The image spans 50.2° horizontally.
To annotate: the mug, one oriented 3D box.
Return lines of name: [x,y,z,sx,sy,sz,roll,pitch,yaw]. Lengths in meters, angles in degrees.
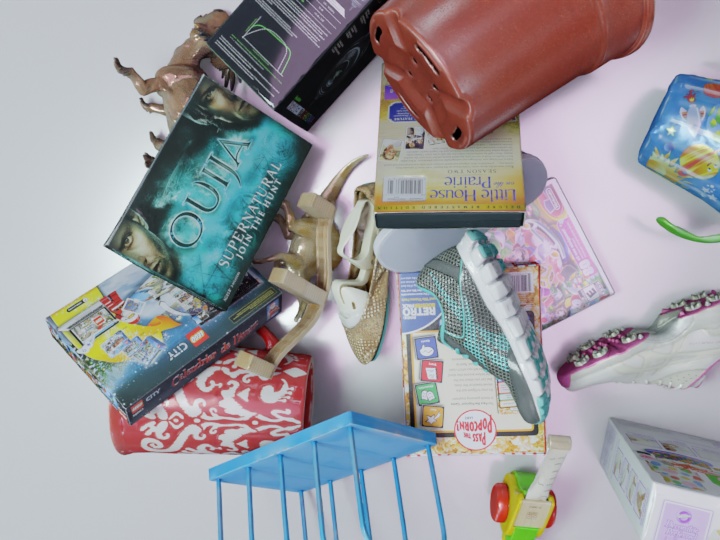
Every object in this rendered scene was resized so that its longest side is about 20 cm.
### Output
mug: [-0.152,0.119,0.832,0.198,0.133,0.179,4,97,3]

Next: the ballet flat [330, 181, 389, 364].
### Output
ballet flat: [0.000,0.000,0.831,0.065,0.070,0.202,9,89,-31]

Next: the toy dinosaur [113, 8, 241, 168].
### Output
toy dinosaur: [-0.177,-0.181,0.836,0.135,0.086,0.201,-14,98,1]

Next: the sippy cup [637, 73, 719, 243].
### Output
sippy cup: [0.353,-0.128,0.759,0.130,0.140,0.178,24,58,15]

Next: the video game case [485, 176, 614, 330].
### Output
video game case: [0.155,0.008,0.842,0.199,0.018,0.144,-28,91,8]

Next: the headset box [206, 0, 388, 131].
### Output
headset box: [-0.033,-0.251,0.765,0.093,0.174,0.200,44,97,2]

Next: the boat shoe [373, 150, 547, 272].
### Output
boat shoe: [0.098,-0.066,0.808,0.199,0.065,0.074,-26,123,-8]

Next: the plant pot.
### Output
plant pot: [0.127,-0.228,0.712,0.195,0.201,0.201,-38,90,-8]

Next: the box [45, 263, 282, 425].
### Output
box: [-0.200,0.046,0.800,0.136,0.038,0.200,41,59,21]

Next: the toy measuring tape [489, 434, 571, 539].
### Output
toy measuring tape: [0.180,0.223,0.810,0.073,0.074,0.201,12,127,6]

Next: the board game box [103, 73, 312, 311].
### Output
board game box: [-0.150,-0.078,0.778,0.135,0.028,0.201,30,75,-20]

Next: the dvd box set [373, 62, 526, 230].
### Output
dvd box set: [0.089,-0.132,0.777,0.145,0.029,0.201,-1,59,6]

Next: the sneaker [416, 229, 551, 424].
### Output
sneaker: [0.123,0.064,0.767,0.091,0.078,0.201,-25,88,22]

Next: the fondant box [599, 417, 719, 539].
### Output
fondant box: [0.326,0.212,0.747,0.143,0.200,0.059,12,96,6]

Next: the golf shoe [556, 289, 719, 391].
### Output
golf shoe: [0.309,0.095,0.805,0.199,0.075,0.092,-24,95,9]

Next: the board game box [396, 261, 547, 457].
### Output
board game box: [0.118,0.095,0.820,0.150,0.046,0.202,-2,94,7]

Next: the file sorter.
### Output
file sorter: [-0.034,0.238,0.768,0.199,0.138,0.123,-27,56,32]

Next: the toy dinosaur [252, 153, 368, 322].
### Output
toy dinosaur: [-0.062,-0.043,0.854,0.100,0.058,0.201,17,88,-12]

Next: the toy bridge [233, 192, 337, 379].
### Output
toy bridge: [-0.064,0.017,0.800,0.027,0.067,0.201,6,71,47]
